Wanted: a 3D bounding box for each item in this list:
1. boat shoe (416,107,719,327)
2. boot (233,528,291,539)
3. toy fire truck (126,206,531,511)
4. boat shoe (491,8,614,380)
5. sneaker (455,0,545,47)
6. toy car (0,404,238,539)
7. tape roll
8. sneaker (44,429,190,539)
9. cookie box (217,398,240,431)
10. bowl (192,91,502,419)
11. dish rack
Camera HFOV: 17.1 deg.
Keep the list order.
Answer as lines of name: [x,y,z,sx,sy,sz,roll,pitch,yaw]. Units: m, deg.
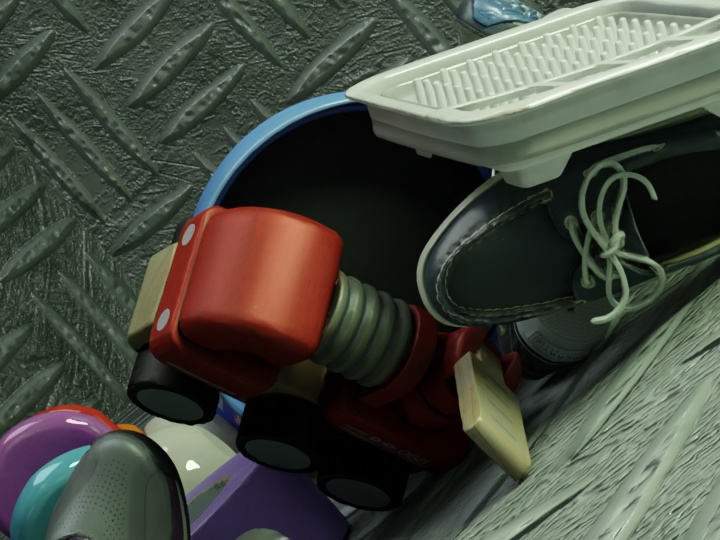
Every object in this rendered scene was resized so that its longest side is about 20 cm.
boat shoe: [0.123,-0.022,1.093,0.199,0.075,0.062,-19,18,-5]
boot: [-0.088,0.196,1.073,0.200,0.066,0.165,-39,4,-26]
toy fire truck: [0.000,0.043,1.138,0.200,0.175,0.129,-26,42,54]
boat shoe: [0.092,-0.040,1.228,0.071,0.072,0.201,-42,34,56]
sneaker: [0.090,-0.109,1.448,0.085,0.077,0.200,-55,-20,-3]
toy car: [-0.166,0.150,1.510,0.175,0.150,0.200,-50,4,3]
tape roll: [-0.100,0.180,1.292,0.200,0.066,0.200,-42,5,4]
sneaker: [-0.140,0.177,1.148,0.087,0.074,0.201,-3,-72,-71]
cookie box: [-0.005,0.030,1.567,0.200,0.075,0.171,-43,-15,-19]
bowl: [0.000,0.000,1.274,0.200,0.201,0.039,-42,24,0]
dish rack: [0.097,-0.085,1.115,0.171,0.044,0.200,-21,15,-14]
